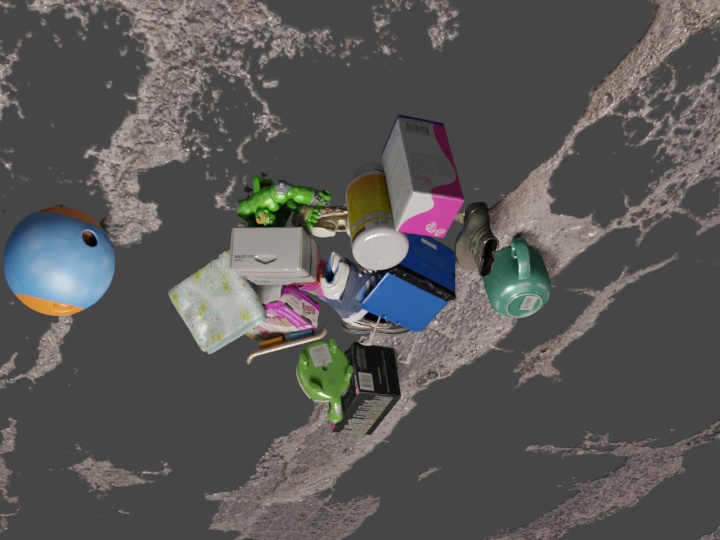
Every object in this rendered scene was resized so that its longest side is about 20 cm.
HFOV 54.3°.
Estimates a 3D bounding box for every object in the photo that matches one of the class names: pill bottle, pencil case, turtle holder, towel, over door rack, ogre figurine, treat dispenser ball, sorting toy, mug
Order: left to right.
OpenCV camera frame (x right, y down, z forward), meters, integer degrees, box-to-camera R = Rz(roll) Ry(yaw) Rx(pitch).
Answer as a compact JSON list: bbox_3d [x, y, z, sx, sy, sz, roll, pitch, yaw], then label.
[{"bbox_3d":[-0.571,-0.018,1.336,0.195,0.204,0.204,-5,140,-4],"label":"treat dispenser ball"},{"bbox_3d":[-0.312,0.073,1.528,0.197,0.048,0.174,-29,96,27],"label":"towel"},{"bbox_3d":[-0.166,-0.124,1.372,0.197,0.101,0.119,3,167,41],"label":"ogre figurine"},{"bbox_3d":[-0.171,0.163,1.659,0.195,0.037,0.185,-19,180,-3],"label":"sorting toy"},{"bbox_3d":[-0.084,0.276,1.785,0.185,0.141,0.132,41,151,8],"label":"turtle holder"},{"bbox_3d":[-0.058,0.040,1.587,0.088,0.090,0.198,-35,131,29],"label":"pencil case"},{"bbox_3d":[0.028,-0.110,1.335,0.106,0.204,0.111,-5,141,-4],"label":"pill bottle"},{"bbox_3d":[0.106,0.113,1.638,0.146,0.066,0.204,28,88,-35],"label":"over door rack"},{"bbox_3d":[0.357,0.029,1.619,0.150,0.116,0.184,-30,136,24],"label":"mug"}]

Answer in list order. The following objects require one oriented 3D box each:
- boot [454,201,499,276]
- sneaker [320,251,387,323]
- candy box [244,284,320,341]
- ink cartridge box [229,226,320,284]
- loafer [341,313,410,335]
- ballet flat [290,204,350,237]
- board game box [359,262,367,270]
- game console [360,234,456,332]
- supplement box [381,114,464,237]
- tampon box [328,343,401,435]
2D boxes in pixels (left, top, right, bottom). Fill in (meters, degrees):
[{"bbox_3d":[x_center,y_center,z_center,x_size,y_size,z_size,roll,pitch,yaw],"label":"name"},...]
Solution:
[{"bbox_3d":[0.250,-0.035,1.514,0.066,0.133,0.203,-4,140,-4],"label":"boot"},{"bbox_3d":[0.000,0.000,1.518,0.200,0.080,0.148,-44,124,-15],"label":"sneaker"},{"bbox_3d":[-0.208,0.092,1.593,0.196,0.062,0.136,-14,142,35],"label":"candy box"},{"bbox_3d":[-0.166,-0.026,1.406,0.140,0.086,0.200,0,171,7],"label":"ink cartridge box"},{"bbox_3d":[0.050,0.115,1.702,0.194,0.073,0.064,-3,134,-4],"label":"loafer"},{"bbox_3d":[-0.045,-0.098,1.444,0.194,0.065,0.077,-7,139,-3],"label":"ballet flat"},{"bbox_3d":[0.075,-0.099,1.420,0.032,0.121,0.200,34,125,-19],"label":"board game box"},{"bbox_3d":[0.106,0.016,1.537,0.198,0.175,0.117,25,148,-38],"label":"game console"},{"bbox_3d":[0.109,-0.172,1.278,0.098,0.204,0.104,7,138,-17],"label":"supplement box"},{"bbox_3d":[0.004,0.317,1.860,0.123,0.153,0.202,11,136,-22],"label":"tampon box"}]
